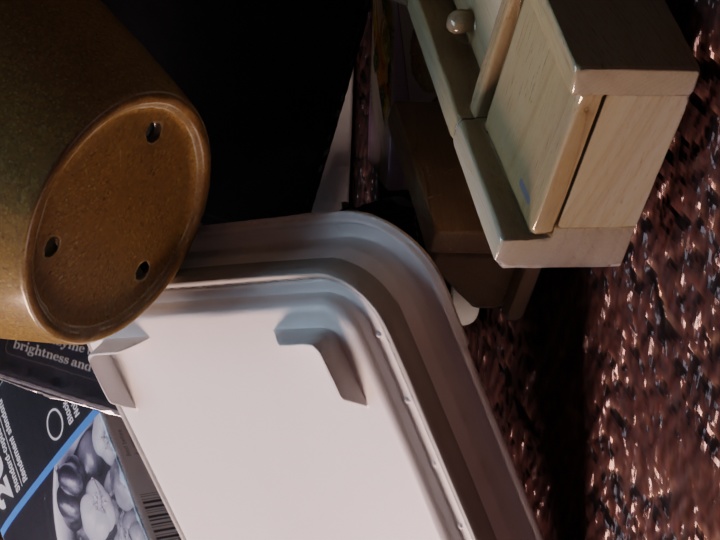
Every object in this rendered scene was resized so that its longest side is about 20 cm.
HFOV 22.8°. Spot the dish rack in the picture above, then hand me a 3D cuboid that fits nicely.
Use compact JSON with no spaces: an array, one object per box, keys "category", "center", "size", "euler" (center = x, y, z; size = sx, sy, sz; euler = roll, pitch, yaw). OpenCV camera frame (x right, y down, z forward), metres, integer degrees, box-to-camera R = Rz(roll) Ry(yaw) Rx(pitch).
[{"category":"dish rack","center":[-0.021,0.079,0.666],"size":[0.171,0.044,0.201],"euler":[-5,118,39]}]

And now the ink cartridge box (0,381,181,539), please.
[{"category":"ink cartridge box","center":[-0.163,0.150,1.017],"size":[0.200,0.043,0.199],"euler":[-50,55,41]}]

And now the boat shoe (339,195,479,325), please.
[{"category":"boat shoe","center":[0.000,0.000,0.826],"size":[0.200,0.060,0.076],"euler":[147,118,-75]}]

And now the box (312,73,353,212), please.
[{"category":"box","center":[-0.074,-0.100,1.031],"size":[0.200,0.097,0.125],"euler":[-120,29,-62]}]

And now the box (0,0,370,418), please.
[{"category":"box","center":[-0.076,-0.044,0.818],"size":[0.197,0.117,0.201],"euler":[-92,20,-85]}]

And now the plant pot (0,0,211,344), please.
[{"category":"plant pot","center":[-0.157,-0.057,0.647],"size":[0.199,0.186,0.187],"euler":[25,129,27]}]

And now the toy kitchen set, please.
[{"category":"toy kitchen set","center":[-0.018,-0.070,0.599],"size":[0.164,0.179,0.201],"euler":[105,157,-44]}]

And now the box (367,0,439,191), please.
[{"category":"box","center":[0.028,-0.130,0.713],"size":[0.039,0.041,0.201],"euler":[-120,30,-62]}]

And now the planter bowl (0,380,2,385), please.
[{"category":"planter bowl","center":[-0.146,0.097,1.122],"size":[0.083,0.199,0.202],"euler":[58,-155,-80]}]
